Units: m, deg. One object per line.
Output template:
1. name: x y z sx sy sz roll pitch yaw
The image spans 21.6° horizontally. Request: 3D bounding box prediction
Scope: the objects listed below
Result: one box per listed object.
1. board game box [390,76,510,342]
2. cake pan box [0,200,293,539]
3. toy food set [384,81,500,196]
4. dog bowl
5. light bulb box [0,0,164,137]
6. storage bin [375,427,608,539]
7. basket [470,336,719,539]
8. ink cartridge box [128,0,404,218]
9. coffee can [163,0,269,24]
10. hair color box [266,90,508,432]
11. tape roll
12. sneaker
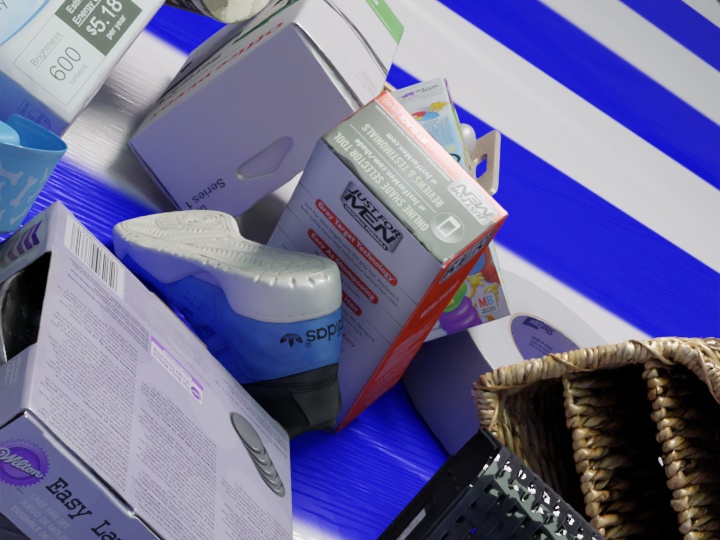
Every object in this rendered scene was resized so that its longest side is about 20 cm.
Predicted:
1. board game box: 0.029 -0.039 1.258 0.200 0.104 0.104 -94 166 -67
2. cake pan box: -0.107 0.082 0.898 0.200 0.052 0.185 48 16 -28
3. toy food set: 0.033 -0.144 1.581 0.200 0.060 0.144 37 23 -12
4. dog bowl: -0.240 -0.073 0.936 0.199 0.050 0.111 25 10 23
5. light bulb box: -0.209 -0.189 1.074 0.200 0.125 0.199 38 61 -10
6. storage bin: 0.050 0.158 0.894 0.094 0.135 0.200 42 -1 1
7. basket: 0.172 0.142 1.100 0.149 0.142 0.201 5 72 -56
8. ink cartridge box: -0.059 -0.125 1.269 0.084 0.146 0.200 52 19 -14
9. coffee can: -0.155 -0.259 1.266 0.199 0.147 0.146 17 13 24
10. hair color box: 0.000 0.000 1.087 0.102 0.200 0.061 47 57 11
11. tape roll: 0.121 0.089 1.296 0.200 0.066 0.201 34 24 -18
12. sneaker: -0.077 0.035 1.078 0.076 0.112 0.199 -16 22 -36
